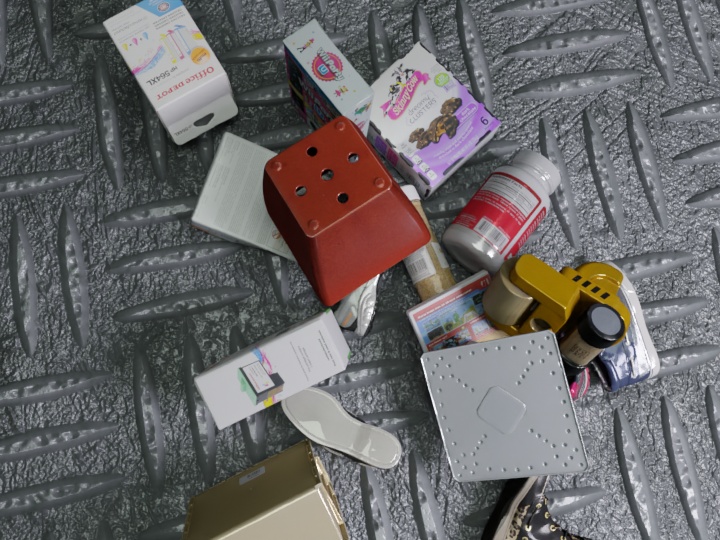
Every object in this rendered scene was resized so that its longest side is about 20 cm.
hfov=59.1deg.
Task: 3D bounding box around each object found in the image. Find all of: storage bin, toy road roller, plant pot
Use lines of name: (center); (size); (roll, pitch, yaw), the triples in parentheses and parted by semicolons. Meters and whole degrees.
storage bin: (-0.135, 0.342, 0.885); (0.199, 0.199, 0.094); (-26, 98, -7)
toy road roller: (0.295, 0.041, 0.930); (0.199, 0.123, 0.146); (33, 56, 10)
plant pot: (-0.034, -0.101, 0.924); (0.199, 0.176, 0.201); (-32, 70, -2)

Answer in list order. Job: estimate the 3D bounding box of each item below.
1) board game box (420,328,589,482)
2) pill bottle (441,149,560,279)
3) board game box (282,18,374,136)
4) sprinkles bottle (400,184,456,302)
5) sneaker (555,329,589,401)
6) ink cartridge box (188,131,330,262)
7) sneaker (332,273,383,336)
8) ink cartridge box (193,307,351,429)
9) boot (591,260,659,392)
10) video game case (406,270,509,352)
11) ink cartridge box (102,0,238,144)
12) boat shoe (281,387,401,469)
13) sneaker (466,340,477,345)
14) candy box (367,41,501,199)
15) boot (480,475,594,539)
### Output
board game box: (0.204, 0.196, 0.910); (0.198, 0.026, 0.202); (-14, 93, 27)
pill bottle: (0.232, -0.093, 1.026); (0.112, 0.112, 0.200); (39, 79, 5)
board game box: (-0.051, -0.272, 1.001); (0.064, 0.200, 0.148); (-37, 82, -10)
sprinkles bottle: (0.095, -0.036, 1.031); (0.068, 0.068, 0.202); (-22, 81, -7)
sneaker: (0.314, 0.105, 0.998); (0.080, 0.075, 0.202); (-18, 78, 24)
ink cartridge box: (-0.162, -0.116, 1.057); (0.199, 0.050, 0.164); (23, 78, -17)
sneaker: (0.000, 0.000, 1.018); (0.079, 0.074, 0.202); (13, 79, 5)
ink cartridge box: (-0.122, 0.138, 0.929); (0.199, 0.145, 0.085); (-26, 90, 3)
boot: (0.400, 0.089, 1.019); (0.090, 0.073, 0.202); (-19, 81, -12)
video game case: (0.173, 0.120, 0.994); (0.142, 0.017, 0.201); (-27, 103, -8)
ink cartridge box: (-0.299, -0.322, 1.037); (0.128, 0.125, 0.201); (-32, 82, -8)
boat shoe: (-0.032, 0.244, 0.975); (0.199, 0.060, 0.074); (25, 65, 0)
sneaker: (0.206, 0.206, 0.966); (0.115, 0.075, 0.200); (-46, 105, -3)
candy box: (0.104, -0.252, 1.071); (0.168, 0.072, 0.200); (-43, 85, -9)
boot: (0.284, 0.379, 0.954); (0.150, 0.073, 0.201); (29, 87, 3)
